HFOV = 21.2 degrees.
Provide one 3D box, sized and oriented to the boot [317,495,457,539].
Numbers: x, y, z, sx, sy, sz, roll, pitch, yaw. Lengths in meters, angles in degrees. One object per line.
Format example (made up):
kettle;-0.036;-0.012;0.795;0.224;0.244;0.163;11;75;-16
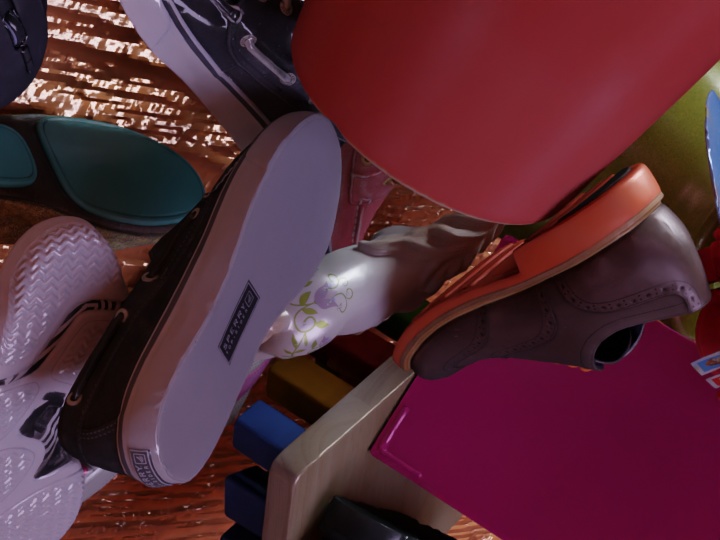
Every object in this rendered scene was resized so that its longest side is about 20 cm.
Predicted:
boot;0.002;0.220;1.068;0.169;0.076;0.200;-63;150;-1

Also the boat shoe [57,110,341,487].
boat shoe;-0.068;0.004;0.835;0.200;0.056;0.069;-63;146;-35

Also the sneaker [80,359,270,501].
sneaker;-0.112;0.069;1.017;0.200;0.081;0.088;-38;144;-12

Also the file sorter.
file sorter;0.137;0.102;1.051;0.139;0.200;0.125;-57;159;-4

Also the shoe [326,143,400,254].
shoe;0.016;-0.067;0.992;0.091;0.072;0.201;6;131;3

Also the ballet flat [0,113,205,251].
ballet flat;-0.158;-0.036;0.879;0.200;0.071;0.071;5;121;-51

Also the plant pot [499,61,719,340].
plant pot;0.156;-0.066;1.072;0.200;0.193;0.201;-29;143;-24

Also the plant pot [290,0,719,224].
plant pot;0.073;-0.129;0.801;0.200;0.201;0.178;-3;135;-47

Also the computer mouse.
computer mouse;-0.140;-0.111;0.762;0.059;0.034;0.200;-50;178;-19

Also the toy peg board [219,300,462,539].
toy peg board;-0.020;0.107;1.113;0.199;0.098;0.201;-38;149;-39

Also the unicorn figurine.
unicorn figurine;0.000;0.000;0.935;0.200;0.074;0.137;-40;-172;-32

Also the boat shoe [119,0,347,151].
boat shoe;-0.055;-0.114;0.866;0.068;0.072;0.200;-25;138;12

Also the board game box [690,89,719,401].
board game box;0.179;0.013;0.909;0.039;0.159;0.200;-17;151;20

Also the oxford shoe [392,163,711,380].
oxford shoe;0.081;0.023;0.881;0.071;0.073;0.200;-38;-179;-33

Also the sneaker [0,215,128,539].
sneaker;-0.171;0.036;0.882;0.075;0.115;0.200;-18;140;-36
